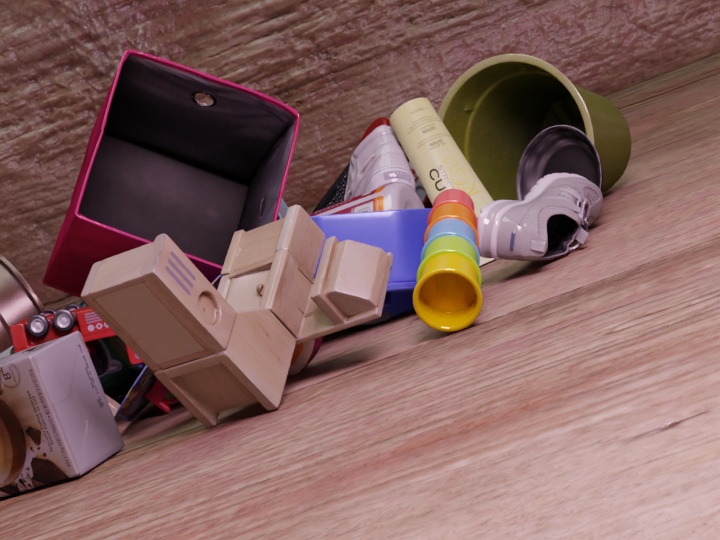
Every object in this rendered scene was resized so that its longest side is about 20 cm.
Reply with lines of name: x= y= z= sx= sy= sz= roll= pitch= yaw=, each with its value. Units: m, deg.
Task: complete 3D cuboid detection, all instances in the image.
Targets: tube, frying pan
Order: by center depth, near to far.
frying pan: x=0.195 y=-0.062 z=1.773 sx=0.031 sy=0.191 sz=0.115 roll=3 pitch=32 yaw=-43
tube: x=0.098 y=-0.093 z=1.801 sx=0.058 sy=0.201 sz=0.052 roll=-37 pitch=-24 yaw=23

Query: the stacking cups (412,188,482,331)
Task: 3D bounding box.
stacking cups: x=0.085 y=-0.017 z=1.501 sx=0.060 sy=0.061 sz=0.200 roll=-19 pitch=21 yaw=16

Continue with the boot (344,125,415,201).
boot: x=0.011 y=-0.070 z=1.897 sx=0.073 sy=0.096 sz=0.201 roll=9 pitch=-43 yaw=-19

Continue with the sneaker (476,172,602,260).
sneaker: x=0.190 y=-0.040 z=1.633 sx=0.082 sy=0.075 sz=0.199 roll=18 pitch=26 yaw=31

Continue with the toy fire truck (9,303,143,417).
toy fire truck: x=-0.267 y=0.104 z=1.584 sx=0.198 sy=0.142 sz=0.049 roll=-11 pitch=6 yaw=5

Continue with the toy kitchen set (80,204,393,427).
toy kitchen set: x=-0.092 y=-0.013 z=1.410 sx=0.162 sy=0.181 sz=0.201 roll=-18 pitch=39 yaw=30

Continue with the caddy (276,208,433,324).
caddy: x=0.000 y=0.000 z=1.640 sx=0.198 sy=0.106 sz=0.141 roll=-4 pitch=-3 yaw=1

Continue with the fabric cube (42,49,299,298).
fabric cube: x=-0.196 y=-0.073 z=1.742 sx=0.195 sy=0.202 sz=0.199 roll=19 pitch=-25 yaw=-12

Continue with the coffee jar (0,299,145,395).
coffee jar: x=-0.270 y=0.084 z=1.653 sx=0.199 sy=0.105 sz=0.085 roll=-35 pitch=4 yaw=11

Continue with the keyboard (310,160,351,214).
keyboard: x=-0.052 y=-0.042 z=1.991 sx=0.039 sy=0.105 sz=0.200 roll=12 pitch=-48 yaw=-31

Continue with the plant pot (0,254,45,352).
plant pot: x=-0.502 y=0.107 z=2.094 sx=0.198 sy=0.201 sz=0.200 roll=-32 pitch=11 yaw=-27

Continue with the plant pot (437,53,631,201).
plant pot: x=0.212 y=-0.139 z=1.897 sx=0.199 sy=0.202 sz=0.189 roll=-17 pitch=-6 yaw=33

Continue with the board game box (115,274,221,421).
board game box: x=-0.161 y=0.087 z=1.581 sx=0.158 sy=0.039 sz=0.200 roll=-53 pitch=-4 yaw=-7

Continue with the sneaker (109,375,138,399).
sneaker: x=-0.279 y=0.122 z=1.810 sx=0.199 sy=0.074 sz=0.082 roll=-20 pitch=30 yaw=16

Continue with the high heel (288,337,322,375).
high heel: x=-0.061 y=0.055 z=1.579 sx=0.096 sy=0.068 sz=0.200 roll=-36 pitch=-1 yaw=-28

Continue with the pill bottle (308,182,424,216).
pill bottle: x=-0.025 y=-0.012 z=1.802 sx=0.199 sy=0.114 sz=0.113 roll=-19 pitch=7 yaw=22

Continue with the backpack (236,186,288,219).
backpack: x=-0.167 y=-0.023 z=1.948 sx=0.200 sy=0.176 sz=0.153 roll=-41 pitch=-19 yaw=11

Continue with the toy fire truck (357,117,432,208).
toy fire truck: x=0.051 y=-0.084 z=1.994 sx=0.201 sy=0.112 sz=0.168 roll=-62 pitch=22 yaw=1

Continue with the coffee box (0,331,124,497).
coffee box: x=-0.325 y=0.141 z=1.504 sx=0.199 sy=0.114 sz=0.080 roll=-19 pitch=6 yaw=29
